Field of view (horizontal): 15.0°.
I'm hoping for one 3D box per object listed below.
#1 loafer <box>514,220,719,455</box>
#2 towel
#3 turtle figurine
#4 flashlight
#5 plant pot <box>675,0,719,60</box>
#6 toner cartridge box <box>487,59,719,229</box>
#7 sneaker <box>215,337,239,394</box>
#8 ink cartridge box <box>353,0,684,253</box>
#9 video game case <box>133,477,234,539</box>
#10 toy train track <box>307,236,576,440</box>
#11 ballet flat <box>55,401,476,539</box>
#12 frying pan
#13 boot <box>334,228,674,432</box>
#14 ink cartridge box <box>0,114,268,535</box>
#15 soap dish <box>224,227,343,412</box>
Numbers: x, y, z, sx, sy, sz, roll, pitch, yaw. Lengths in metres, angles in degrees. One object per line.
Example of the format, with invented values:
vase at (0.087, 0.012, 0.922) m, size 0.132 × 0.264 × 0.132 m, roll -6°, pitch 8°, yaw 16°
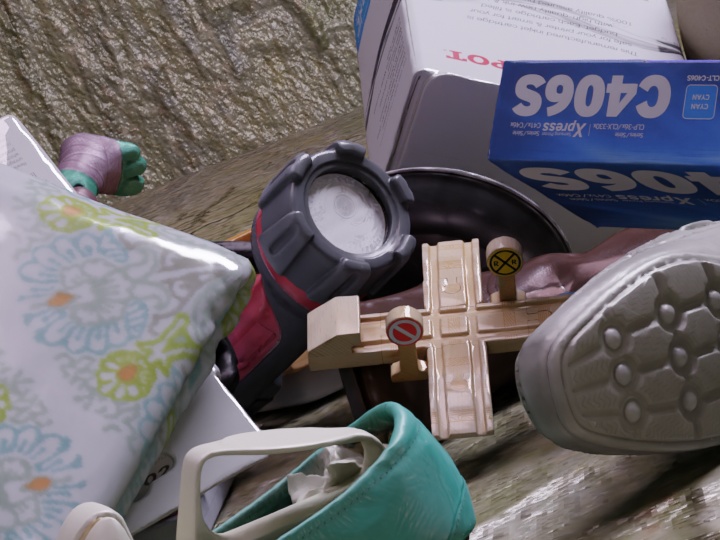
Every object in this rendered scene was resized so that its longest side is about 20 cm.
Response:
loafer at (0.115, 0.020, 0.942) m, size 0.070 × 0.070 × 0.199 m, roll -10°, pitch 4°, yaw 43°
towel at (-0.156, 0.045, 1.017) m, size 0.048 × 0.170 × 0.201 m, roll 97°, pitch -162°, yaw -55°
turtle figurine at (-0.160, 0.023, 1.365) m, size 0.149 × 0.101 × 0.201 m, roll -32°, pitch 28°, yaw 29°
flashlight at (-0.047, 0.016, 1.230) m, size 0.068 × 0.068 × 0.200 m, roll -25°, pitch -11°, yaw -38°
plant pot at (0.234, -0.130, 1.357) m, size 0.200 × 0.201 × 0.135 m, roll -26°, pitch -18°, yaw -37°
toner cartridge box at (0.157, -0.045, 1.031) m, size 0.199 × 0.043 × 0.095 m, roll 3°, pitch -13°, yaw 35°
sneaker at (-0.136, 0.067, 1.156) m, size 0.199 × 0.077 × 0.111 m, roll -19°, pitch -6°, yaw -44°
ink cartridge box at (0.078, -0.098, 1.354) m, size 0.144 × 0.084 × 0.200 m, roll 11°, pitch 31°, yaw -11°
video game case at (-0.151, 0.126, 1.148) m, size 0.199 × 0.018 × 0.143 m, roll -21°, pitch 7°, yaw 6°
toy train track at (0.077, 0.010, 1.046) m, size 0.199 × 0.033 × 0.115 m, roll -5°, pitch 39°, yaw 3°
ballet flat at (-0.056, 0.096, 0.863) m, size 0.199 × 0.071 × 0.067 m, roll -25°, pitch 8°, yaw -24°
frying pan at (0.003, -0.010, 1.243) m, size 0.189 × 0.115 × 0.031 m, roll 12°, pitch 51°, yaw 3°
boot at (0.095, 0.013, 1.118) m, size 0.199 × 0.065 × 0.186 m, roll -15°, pitch 10°, yaw 13°
ink cartridge box at (-0.133, 0.045, 1.087) m, size 0.115 × 0.200 × 0.068 m, roll -28°, pitch -31°, yaw -21°
soap dish at (-0.007, 0.002, 1.402) m, size 0.199 × 0.082 × 0.157 m, roll -27°, pitch 9°, yaw -33°
